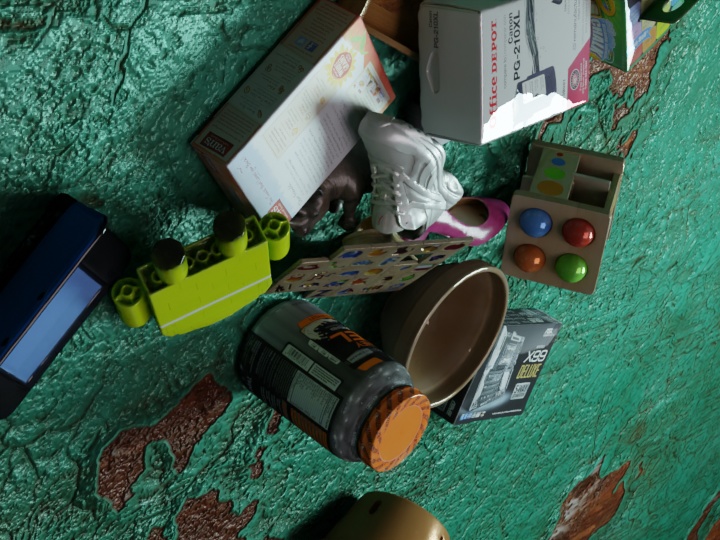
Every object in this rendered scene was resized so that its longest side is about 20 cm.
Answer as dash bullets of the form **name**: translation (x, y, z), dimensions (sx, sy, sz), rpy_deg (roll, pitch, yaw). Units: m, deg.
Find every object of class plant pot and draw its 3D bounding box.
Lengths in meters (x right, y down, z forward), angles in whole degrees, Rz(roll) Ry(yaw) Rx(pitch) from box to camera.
- **plant pot**: translation (0.032, 0.395, 1.805), dimensions (0.140, 0.199, 0.201), rpy_deg (-58, 152, -31)
- **plant pot**: translation (0.089, 0.065, 1.672), dimensions (0.201, 0.092, 0.202), rpy_deg (-36, 143, -33)

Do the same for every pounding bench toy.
- **pounding bench toy**: translation (0.255, -0.036, 1.731), dimensions (0.156, 0.123, 0.201), rpy_deg (-64, 163, -50)

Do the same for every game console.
- **game console**: translation (-0.267, 0.047, 1.140), dimensions (0.200, 0.118, 0.171), rpy_deg (-52, 148, -8)

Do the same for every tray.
- **tray**: translation (0.057, -0.276, 1.388), dimensions (0.200, 0.037, 0.099), rpy_deg (16, 104, -57)

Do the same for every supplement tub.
- **supplement tub**: translation (-0.027, 0.127, 1.462), dimensions (0.122, 0.200, 0.123), rpy_deg (-35, 142, -33)

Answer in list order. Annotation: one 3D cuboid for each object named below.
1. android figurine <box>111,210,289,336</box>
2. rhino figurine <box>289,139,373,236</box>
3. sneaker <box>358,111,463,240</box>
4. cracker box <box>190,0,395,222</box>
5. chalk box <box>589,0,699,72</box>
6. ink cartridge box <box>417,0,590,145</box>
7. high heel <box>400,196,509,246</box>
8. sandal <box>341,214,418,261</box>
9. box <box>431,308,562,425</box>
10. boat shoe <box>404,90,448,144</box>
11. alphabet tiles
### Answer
- **android figurine**: translation (-0.148, 0.005, 1.281), dimensions (0.181, 0.041, 0.200), rpy_deg (-26, 163, -9)
- **rhino figurine**: translation (-0.016, -0.093, 1.418), dimensions (0.200, 0.060, 0.088), rpy_deg (-32, 142, -40)
- **sneaker**: translation (0.042, -0.088, 1.377), dimensions (0.100, 0.078, 0.200), rpy_deg (-57, 147, -9)
- **cracker box**: translation (-0.062, -0.149, 1.311), dimensions (0.200, 0.058, 0.134), rpy_deg (-50, 149, -13)
- **chalk box**: translation (0.291, -0.322, 1.514), dimensions (0.125, 0.200, 0.124), rpy_deg (-43, 145, -22)
- **ink cartridge box**: translation (0.157, -0.231, 1.427), dimensions (0.199, 0.084, 0.146), rpy_deg (-25, 122, -41)
- **high heel**: translation (0.118, -0.081, 1.613), dimensions (0.199, 0.067, 0.096), rpy_deg (-10, 137, -35)
- **sandal**: translation (0.021, -0.034, 1.512), dimensions (0.077, 0.070, 0.212), rpy_deg (-13, 165, 9)
- **box**: translation (0.197, 0.136, 1.924), dimensions (0.200, 0.050, 0.158), rpy_deg (2, 115, -55)
- **boat shoe**: translation (0.126, -0.211, 1.517), dimensions (0.199, 0.070, 0.067), rpy_deg (-30, 141, -26)
- **alphabet tiles**: translation (0.000, 0.000, 1.461), dimensions (0.199, 0.008, 0.167), rpy_deg (-4, 163, -31)
